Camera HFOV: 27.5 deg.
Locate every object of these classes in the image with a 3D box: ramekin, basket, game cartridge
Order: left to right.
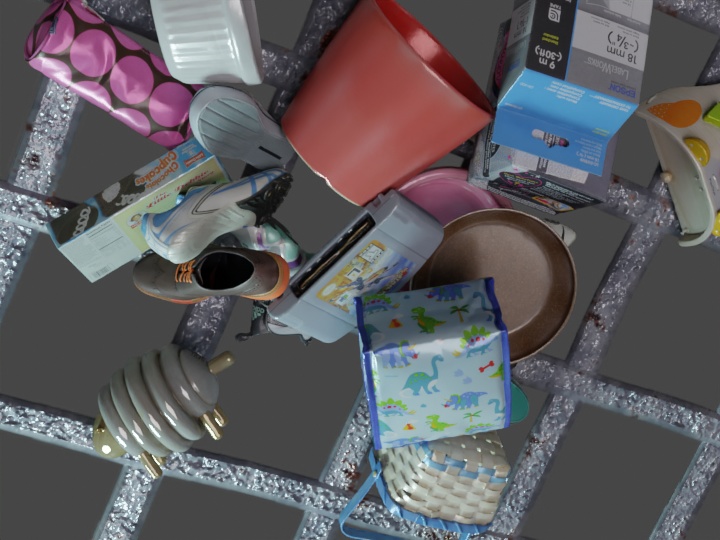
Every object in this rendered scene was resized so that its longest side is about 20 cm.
[{"bbox_3d":[-0.163,-0.286,1.529,0.094,0.203,0.204,-9,114,2],"label":"ramekin"},{"bbox_3d":[0.000,0.000,1.676,0.200,0.042,0.133,-44,143,12],"label":"game cartridge"},{"bbox_3d":[0.089,0.277,1.851,0.175,0.139,0.201,18,116,-25],"label":"basket"}]

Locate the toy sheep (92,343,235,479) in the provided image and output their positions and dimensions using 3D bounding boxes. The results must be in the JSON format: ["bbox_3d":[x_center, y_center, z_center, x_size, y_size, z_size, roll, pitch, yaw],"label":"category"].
[{"bbox_3d":[-0.228,0.155,1.717,0.199,0.138,0.138,-33,116,3],"label":"toy sheep"}]

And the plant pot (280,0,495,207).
[{"bbox_3d":[0.020,-0.181,1.631,0.200,0.201,0.177,39,108,-25],"label":"plant pot"}]

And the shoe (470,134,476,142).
[{"bbox_3d":[0.210,-0.148,1.767,0.199,0.053,0.070,21,60,-25],"label":"shoe"}]

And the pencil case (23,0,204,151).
[{"bbox_3d":[-0.258,-0.214,1.586,0.199,0.091,0.094,32,94,-27],"label":"pencil case"}]

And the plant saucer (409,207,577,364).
[{"bbox_3d":[0.156,0.016,1.751,0.199,0.037,0.202,-1,110,-3],"label":"plant saucer"}]

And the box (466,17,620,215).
[{"bbox_3d":[0.217,-0.183,1.673,0.131,0.115,0.201,18,76,-22],"label":"box"}]

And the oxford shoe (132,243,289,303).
[{"bbox_3d":[-0.181,-0.002,1.652,0.199,0.072,0.072,-3,81,26],"label":"oxford shoe"}]

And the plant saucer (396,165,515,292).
[{"bbox_3d":[0.092,-0.033,1.776,0.199,0.051,0.202,-6,112,-14],"label":"plant saucer"}]

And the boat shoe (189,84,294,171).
[{"bbox_3d":[-0.141,-0.162,1.598,0.073,0.067,0.200,-41,156,5],"label":"boat shoe"}]

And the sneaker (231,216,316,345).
[{"bbox_3d":[-0.112,0.021,1.724,0.200,0.078,0.140,36,97,-25],"label":"sneaker"}]

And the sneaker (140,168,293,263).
[{"bbox_3d":[-0.153,-0.073,1.615,0.200,0.072,0.072,-29,152,-39],"label":"sneaker"}]

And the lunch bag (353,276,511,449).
[{"bbox_3d":[0.086,0.119,1.700,0.169,0.128,0.201,-9,127,0],"label":"lunch bag"}]

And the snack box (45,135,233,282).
[{"bbox_3d":[-0.239,-0.068,1.639,0.199,0.037,0.116,-31,159,-3],"label":"snack box"}]

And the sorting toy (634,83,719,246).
[{"bbox_3d":[0.458,-0.153,1.822,0.180,0.107,0.201,-36,118,-21],"label":"sorting toy"}]

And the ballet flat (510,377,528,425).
[{"bbox_3d":[0.119,0.140,1.846,0.199,0.074,0.075,25,103,-23],"label":"ballet flat"}]

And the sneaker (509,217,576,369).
[{"bbox_3d":[0.221,0.035,1.826,0.088,0.074,0.201,7,109,-16],"label":"sneaker"}]

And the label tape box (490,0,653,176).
[{"bbox_3d":[0.231,-0.220,1.587,0.143,0.063,0.201,15,77,-19],"label":"label tape box"}]
